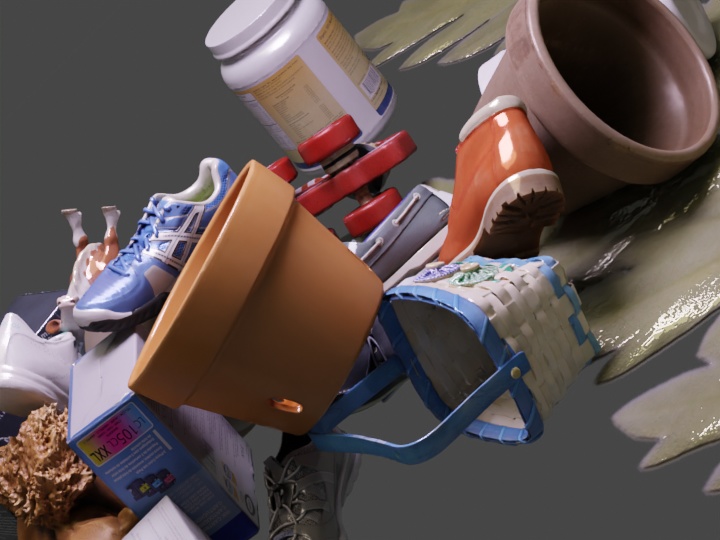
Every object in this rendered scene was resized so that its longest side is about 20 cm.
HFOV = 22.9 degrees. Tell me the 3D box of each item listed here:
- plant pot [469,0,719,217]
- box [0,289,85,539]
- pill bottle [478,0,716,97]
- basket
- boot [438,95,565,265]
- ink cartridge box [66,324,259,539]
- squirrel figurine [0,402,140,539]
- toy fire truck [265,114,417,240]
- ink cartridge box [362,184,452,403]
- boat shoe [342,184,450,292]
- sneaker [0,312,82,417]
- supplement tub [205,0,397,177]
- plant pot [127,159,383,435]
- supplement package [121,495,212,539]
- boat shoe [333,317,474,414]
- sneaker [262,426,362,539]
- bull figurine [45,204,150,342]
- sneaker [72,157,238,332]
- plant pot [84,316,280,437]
[{"bbox_3d":[0.176,-0.131,1.511,0.175,0.199,0.201,-44,16,43],"label":"plant pot"},{"bbox_3d":[-0.300,0.159,1.717,0.123,0.197,0.201,-8,41,53],"label":"box"},{"bbox_3d":[0.214,-0.197,1.627,0.199,0.114,0.115,-31,25,26],"label":"pill bottle"},{"bbox_3d":[0.066,0.076,1.354,0.200,0.140,0.176,-43,21,-24],"label":"basket"},{"bbox_3d":[0.105,-0.058,1.457,0.200,0.074,0.108,119,139,-56],"label":"boot"},{"bbox_3d":[-0.154,0.157,1.483,0.076,0.200,0.137,-36,24,10],"label":"ink cartridge box"},{"bbox_3d":[-0.243,0.217,1.520,0.141,0.201,0.187,-37,10,-7],"label":"squirrel figurine"},{"bbox_3d":[-0.027,-0.090,1.853,0.199,0.113,0.168,-32,6,21],"label":"toy fire truck"},{"bbox_3d":[0.040,0.016,1.623,0.200,0.041,0.200,-47,24,-6],"label":"ink cartridge box"},{"bbox_3d":[0.000,0.000,1.532,0.199,0.062,0.073,-37,-7,-15],"label":"boat shoe"},{"bbox_3d":[-0.264,0.103,1.602,0.074,0.200,0.089,-10,61,21],"label":"sneaker"},{"bbox_3d":[-0.067,-0.222,2.005,0.144,0.200,0.145,-34,24,17],"label":"supplement tub"},{"bbox_3d":[-0.073,0.035,1.379,0.201,0.139,0.200,-59,9,16],"label":"plant pot"},{"bbox_3d":[-0.175,0.298,1.382,0.200,0.114,0.109,-44,24,-5],"label":"supplement package"},{"bbox_3d":[0.023,0.063,1.485,0.198,0.062,0.075,-22,58,12],"label":"boat shoe"},{"bbox_3d":[-0.056,0.188,1.425,0.074,0.082,0.201,-31,26,24],"label":"sneaker"},{"bbox_3d":[-0.227,0.000,1.680,0.065,0.123,0.199,-3,3,35],"label":"bull figurine"},{"bbox_3d":[-0.173,-0.020,1.513,0.075,0.078,0.200,11,43,46],"label":"sneaker"},{"bbox_3d":[-0.120,0.054,1.596,0.173,0.200,0.201,-21,30,43],"label":"plant pot"}]
